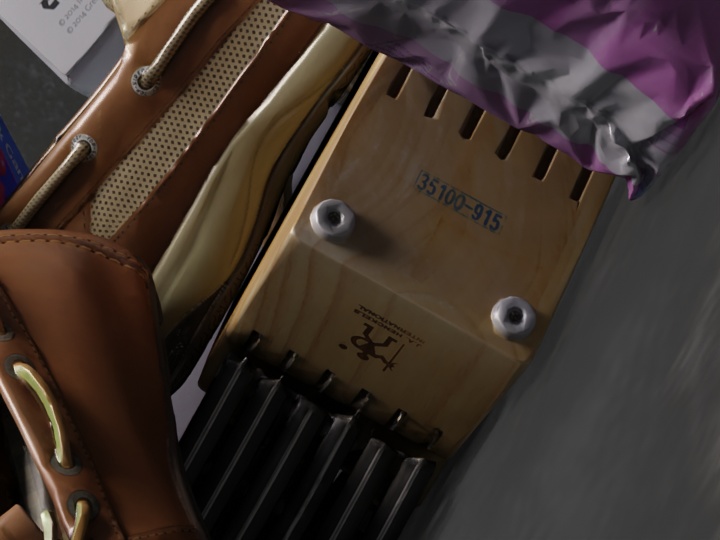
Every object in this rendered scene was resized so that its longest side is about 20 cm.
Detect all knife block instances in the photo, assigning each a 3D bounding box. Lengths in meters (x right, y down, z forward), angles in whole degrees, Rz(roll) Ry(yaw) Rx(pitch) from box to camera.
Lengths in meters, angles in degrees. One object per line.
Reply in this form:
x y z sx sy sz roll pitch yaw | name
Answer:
0.005 0.004 0.757 0.201 0.064 0.176 -63 5 -29 | knife block

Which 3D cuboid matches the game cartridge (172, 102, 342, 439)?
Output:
-0.068 0.033 1.009 0.201 0.040 0.133 -59 9 -14 | game cartridge

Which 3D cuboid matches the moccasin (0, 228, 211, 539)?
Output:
-0.068 0.075 0.653 0.074 0.077 0.202 -47 46 45 | moccasin

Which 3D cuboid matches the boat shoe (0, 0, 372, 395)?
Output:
-0.033 -0.065 0.738 0.201 0.074 0.076 -61 4 8 | boat shoe

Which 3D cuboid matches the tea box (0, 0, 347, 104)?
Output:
-0.045 -0.161 1.063 0.200 0.134 0.197 -50 -20 7 | tea box

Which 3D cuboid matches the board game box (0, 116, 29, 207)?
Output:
-0.104 0.029 0.800 0.045 0.201 0.135 -21 22 11 | board game box

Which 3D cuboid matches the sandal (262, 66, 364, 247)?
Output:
0.000 0.001 0.915 0.078 0.069 0.213 83 -168 -76 | sandal

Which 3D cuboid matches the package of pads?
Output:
0.053 -0.129 0.665 0.201 0.120 0.076 -63 5 -24 | package of pads
